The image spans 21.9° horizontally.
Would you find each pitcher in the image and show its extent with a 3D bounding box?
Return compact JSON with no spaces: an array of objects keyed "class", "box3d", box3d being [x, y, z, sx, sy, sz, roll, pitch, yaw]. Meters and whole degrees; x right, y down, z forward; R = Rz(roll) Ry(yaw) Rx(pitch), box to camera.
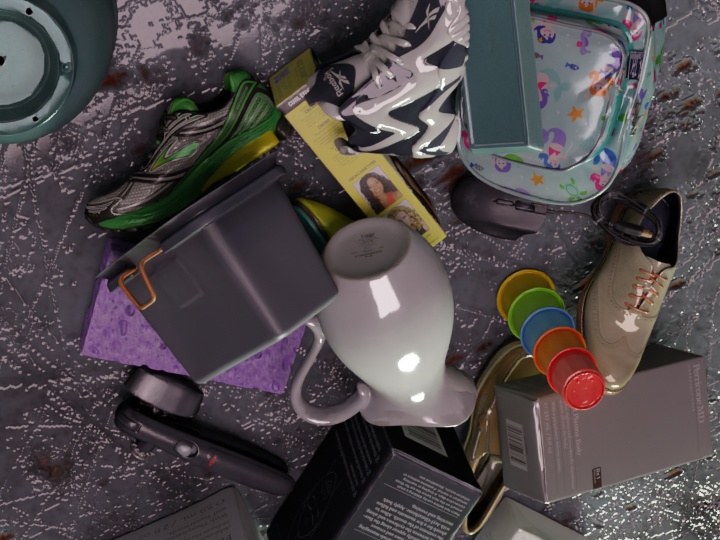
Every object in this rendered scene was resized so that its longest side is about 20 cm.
[{"class":"pitcher","box3d":[0.004,0.058,1.660,0.170,0.122,0.201,-13,132,4]}]

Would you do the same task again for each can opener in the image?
[{"class":"can opener","box3d":[-0.146,0.166,1.769,0.199,0.064,0.079,32,111,-22]}]

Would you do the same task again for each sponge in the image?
[{"class":"sponge","box3d":[-0.151,0.044,1.732,0.199,0.030,0.112,12,111,-16]}]

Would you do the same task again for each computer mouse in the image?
[{"class":"computer mouse","box3d":[0.178,-0.053,1.701,0.198,0.034,0.059,8,89,14]}]

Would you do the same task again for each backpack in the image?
[{"class":"backpack","box3d":[0.167,-0.158,1.627,0.176,0.151,0.201,17,120,16]}]

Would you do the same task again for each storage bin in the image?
[{"class":"storage bin","box3d":[-0.121,0.011,1.593,0.145,0.200,0.135,-36,93,-38]}]

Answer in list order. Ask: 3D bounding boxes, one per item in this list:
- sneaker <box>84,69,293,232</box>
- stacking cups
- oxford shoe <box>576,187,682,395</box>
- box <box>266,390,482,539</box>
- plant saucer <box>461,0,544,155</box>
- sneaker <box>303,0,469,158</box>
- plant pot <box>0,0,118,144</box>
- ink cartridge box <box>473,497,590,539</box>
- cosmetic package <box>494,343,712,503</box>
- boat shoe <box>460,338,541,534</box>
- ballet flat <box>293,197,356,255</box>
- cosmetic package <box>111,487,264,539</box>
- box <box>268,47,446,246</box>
[{"class":"sneaker","box3d":[-0.162,-0.105,1.645,0.199,0.078,0.085,-36,109,-3]},{"class":"stacking cups","box3d":[0.177,0.069,1.709,0.060,0.200,0.061,-5,117,-9]},{"class":"oxford shoe","box3d":[0.251,0.015,1.719,0.070,0.074,0.202,16,77,-15]},{"class":"box","box3d":[0.009,0.232,1.781,0.107,0.149,0.201,27,107,-20]},{"class":"plant saucer","box3d":[0.109,-0.196,1.548,0.069,0.019,0.202,-1,103,31]},{"class":"sneaker","box3d":[0.016,-0.176,1.553,0.129,0.080,0.200,-11,135,-16]},{"class":"plant pot","box3d":[-0.298,-0.188,1.540,0.199,0.134,0.202,-4,115,-8]},{"class":"ink cartridge box","box3d":[0.145,0.346,1.903,0.116,0.068,0.201,27,107,-21]},{"class":"cosmetic package","box3d":[0.233,0.144,1.778,0.199,0.090,0.108,-13,102,-23]},{"class":"boat shoe","box3d":[0.139,0.167,1.816,0.071,0.076,0.201,11,111,-15]},{"class":"ballet flat","box3d":[0.000,0.000,1.729,0.067,0.067,0.201,-36,120,-17]},{"class":"cosmetic package","box3d":[-0.150,0.349,1.776,0.166,0.200,0.167,-24,116,0]},{"class":"box","box3d":[-0.002,-0.101,1.670,0.050,0.075,0.200,-36,117,9]}]
